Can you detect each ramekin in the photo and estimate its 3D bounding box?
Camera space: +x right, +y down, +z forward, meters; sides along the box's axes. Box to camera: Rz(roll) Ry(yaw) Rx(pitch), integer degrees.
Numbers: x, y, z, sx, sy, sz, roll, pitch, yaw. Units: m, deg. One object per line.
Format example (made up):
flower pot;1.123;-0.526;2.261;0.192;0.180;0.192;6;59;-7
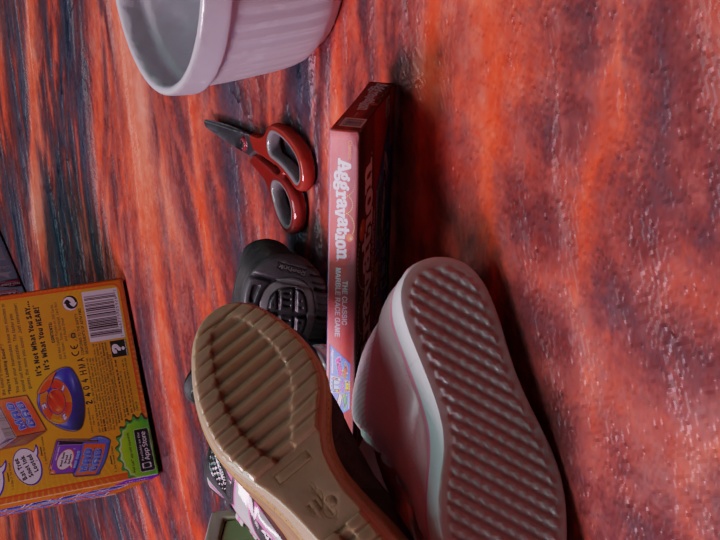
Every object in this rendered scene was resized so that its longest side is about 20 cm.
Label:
ramekin;-0.087;-0.218;0.979;0.200;0.104;0.202;171;90;-66

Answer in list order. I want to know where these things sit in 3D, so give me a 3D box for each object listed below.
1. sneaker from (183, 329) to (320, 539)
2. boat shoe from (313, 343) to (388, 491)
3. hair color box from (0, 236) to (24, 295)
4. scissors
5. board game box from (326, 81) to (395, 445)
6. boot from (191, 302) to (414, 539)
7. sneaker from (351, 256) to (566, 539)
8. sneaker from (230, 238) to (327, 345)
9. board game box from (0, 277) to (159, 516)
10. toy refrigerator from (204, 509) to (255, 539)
sneaker;-0.050;0.135;0.941;0.086;0.080;0.202;-13;94;33
boat shoe;-0.020;0.150;0.995;0.072;0.068;0.202;-21;82;64
hair color box;-0.494;0.025;2.014;0.200;0.060;0.100;54;144;44
scissors;-0.077;-0.097;1.113;0.200;0.014;0.074;-129;35;-50
board game box;0.000;0.000;0.894;0.103;0.019;0.202;-58;-28;-65
boot;-0.023;0.127;0.842;0.201;0.072;0.167;57;173;28
sneaker;0.049;0.103;0.826;0.105;0.075;0.202;130;129;-62
sneaker;-0.063;0.072;1.082;0.091;0.075;0.202;-128;43;-63
board game box;-0.339;0.138;1.538;0.200;0.198;0.202;149;110;-64
toy refrigerator;-0.070;0.235;0.980;0.200;0.075;0.071;-81;-17;-62
